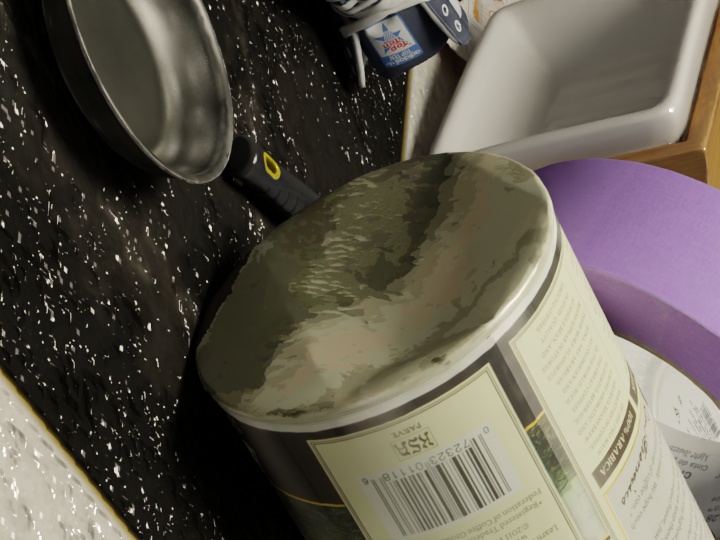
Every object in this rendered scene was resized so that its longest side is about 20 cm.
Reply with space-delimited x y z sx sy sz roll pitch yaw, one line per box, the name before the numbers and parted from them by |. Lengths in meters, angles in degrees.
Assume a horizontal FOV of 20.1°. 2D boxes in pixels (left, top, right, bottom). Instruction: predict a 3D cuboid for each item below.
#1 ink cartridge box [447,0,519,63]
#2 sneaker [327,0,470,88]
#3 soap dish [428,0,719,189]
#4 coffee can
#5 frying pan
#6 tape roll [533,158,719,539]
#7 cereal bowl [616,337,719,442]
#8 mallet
ink cartridge box | 0.094 -0.129 1.269 0.200 0.050 0.161 39 35 -28
sneaker | -0.003 -0.139 0.952 0.200 0.070 0.109 -44 114 -71
soap dish | 0.130 -0.086 1.104 0.082 0.157 0.200 65 28 -26
coffee can | 0.045 0.077 0.791 0.201 0.146 0.147 61 23 -30
frying pan | -0.099 -0.115 0.732 0.191 0.031 0.115 61 22 -21
tape roll | 0.123 0.049 0.876 0.066 0.199 0.201 -52 128 -33
cereal bowl | 0.144 0.099 1.062 0.200 0.083 0.201 28 51 -42
mallet | 0.000 0.000 0.906 0.200 0.041 0.066 29 50 -56
